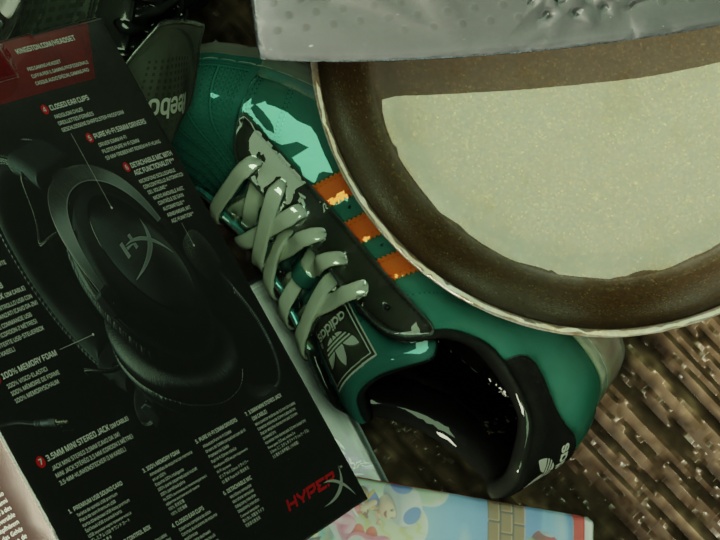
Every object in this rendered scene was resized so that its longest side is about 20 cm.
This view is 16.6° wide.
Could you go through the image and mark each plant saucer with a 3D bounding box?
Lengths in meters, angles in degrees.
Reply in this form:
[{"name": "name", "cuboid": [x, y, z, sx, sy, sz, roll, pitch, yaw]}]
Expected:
[{"name": "plant saucer", "cuboid": [0.083, -0.077, 0.841, 0.199, 0.032, 0.201, 0, 87, 2]}]

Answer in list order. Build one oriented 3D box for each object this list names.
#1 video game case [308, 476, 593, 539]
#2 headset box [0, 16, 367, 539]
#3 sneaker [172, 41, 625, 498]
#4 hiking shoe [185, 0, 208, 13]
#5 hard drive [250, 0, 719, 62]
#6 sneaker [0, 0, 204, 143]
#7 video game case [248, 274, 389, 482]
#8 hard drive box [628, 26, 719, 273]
[{"name": "video game case", "cuboid": [-0.009, 0.140, 0.845, 0.199, 0.017, 0.144, 12, 69, -25]}, {"name": "headset box", "cuboid": [-0.104, 0.018, 0.747, 0.077, 0.149, 0.201, -32, 88, 30]}, {"name": "sneaker", "cuboid": [0.000, 0.000, 0.868, 0.200, 0.071, 0.080, 37, 48, -2]}, {"name": "hiking shoe", "cuboid": [-0.021, -0.169, 0.903, 0.200, 0.076, 0.101, -42, 100, 0]}, {"name": "hard drive", "cuboid": [0.058, -0.140, 0.789, 0.199, 0.042, 0.136, -6, 109, 4]}, {"name": "sneaker", "cuboid": [-0.081, -0.088, 0.832, 0.091, 0.066, 0.200, 50, 126, 22]}, {"name": "video game case", "cuboid": [-0.047, 0.120, 0.893, 0.142, 0.019, 0.201, -27, 87, -7]}, {"name": "hard drive box", "cuboid": [0.188, -0.096, 0.904, 0.199, 0.077, 0.157, -21, 88, -7]}]
